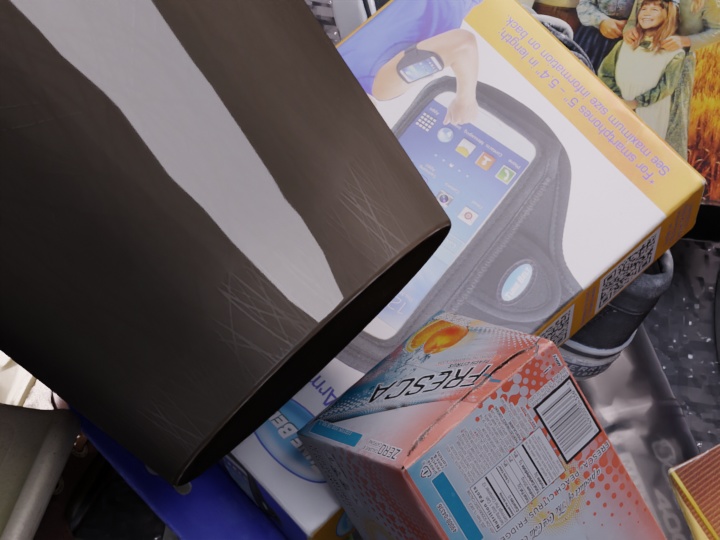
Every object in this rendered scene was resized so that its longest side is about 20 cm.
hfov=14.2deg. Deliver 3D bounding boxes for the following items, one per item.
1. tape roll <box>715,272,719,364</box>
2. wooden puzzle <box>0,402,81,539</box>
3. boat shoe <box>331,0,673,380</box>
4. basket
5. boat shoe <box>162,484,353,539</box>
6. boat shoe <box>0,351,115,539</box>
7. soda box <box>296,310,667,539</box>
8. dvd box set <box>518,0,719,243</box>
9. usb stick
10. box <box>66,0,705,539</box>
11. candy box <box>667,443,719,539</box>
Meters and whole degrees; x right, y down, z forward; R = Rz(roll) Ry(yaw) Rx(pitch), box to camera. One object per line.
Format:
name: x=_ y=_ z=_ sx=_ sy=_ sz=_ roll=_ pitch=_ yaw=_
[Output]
tape roll: x=0.242 y=0.001 z=1.045 sx=0.201 sy=0.139 sz=0.204 roll=5 pitch=63 yaw=-10
wooden puzzle: x=-0.203 y=0.108 z=0.904 sx=0.199 sy=0.037 sz=0.186 roll=5 pitch=57 yaw=27
boat shoe: x=0.052 y=-0.061 z=1.012 sx=0.071 sy=0.068 sz=0.201 roll=0 pitch=54 yaw=-35
basket: x=-0.081 y=-0.046 z=0.849 sx=0.180 sy=0.136 sz=0.200 roll=-43 pitch=85 yaw=3
boat shoe: x=-0.034 y=0.100 z=0.953 sx=0.060 sy=0.072 sz=0.202 roll=-1 pitch=41 yaw=19
boat shoe: x=-0.116 y=0.102 z=0.961 sx=0.072 sy=0.072 sz=0.201 roll=19 pitch=55 yaw=1
soda box: x=0.064 y=0.111 z=0.883 sx=0.063 sy=0.068 sz=0.201 roll=-39 pitch=113 yaw=-19
dvd box set: x=0.091 y=-0.107 z=1.107 sx=0.145 sy=0.029 sz=0.201 roll=7 pitch=60 yaw=14
usb stick: x=0.107 y=0.095 z=1.030 sx=0.055 sy=0.033 sz=0.201 roll=-11 pitch=66 yaw=-24
box: x=0.000 y=0.000 z=0.929 sx=0.200 sy=0.042 sz=0.119 roll=-41 pitch=73 yaw=-17
candy box: x=0.185 y=0.127 z=0.877 sx=0.116 sy=0.056 sz=0.201 roll=-28 pitch=58 yaw=11
